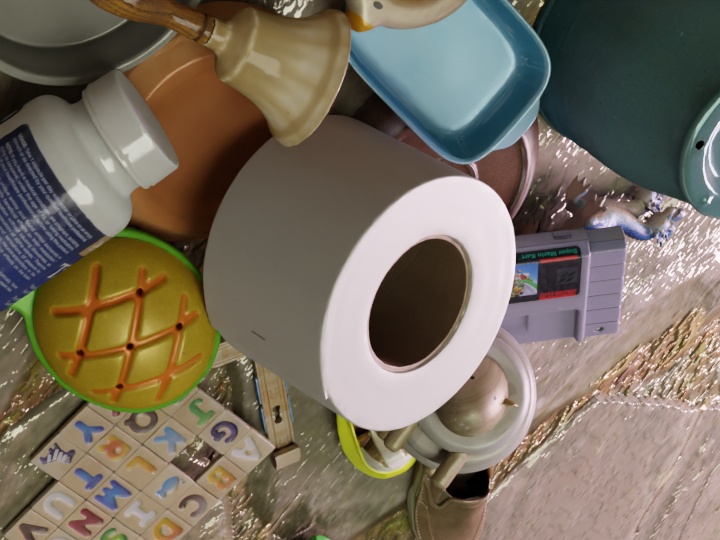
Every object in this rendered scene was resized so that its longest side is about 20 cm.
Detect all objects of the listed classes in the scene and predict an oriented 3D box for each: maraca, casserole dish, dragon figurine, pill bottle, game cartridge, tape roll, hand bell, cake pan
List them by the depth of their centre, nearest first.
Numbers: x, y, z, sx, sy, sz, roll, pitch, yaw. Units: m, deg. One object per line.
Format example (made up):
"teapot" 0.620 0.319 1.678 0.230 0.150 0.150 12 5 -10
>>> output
"cake pan" -0.194 -0.223 1.486 0.199 0.037 0.202 -16 129 -20
"hand bell" -0.116 -0.170 1.505 0.199 0.104 0.105 21 111 -27
"pill bottle" -0.231 -0.052 1.523 0.199 0.111 0.111 -33 133 5
"tape roll" 0.000 0.000 1.619 0.202 0.139 0.204 -24 128 -35
"maraca" -0.193 0.025 1.625 0.137 0.107 0.200 -46 113 4
"casserole dish" 0.060 -0.171 1.652 0.121 0.039 0.200 -48 121 0
"game cartridge" 0.118 0.020 1.789 0.198 0.039 0.130 -7 149 -2
"dragon figurine" 0.188 -0.013 1.850 0.200 0.059 0.099 -45 132 4

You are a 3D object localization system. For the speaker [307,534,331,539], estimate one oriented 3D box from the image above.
"speaker" -0.079 0.331 1.924 0.200 0.089 0.088 -48 132 8

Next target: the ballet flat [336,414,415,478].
"ballet flat" 0.013 0.127 1.838 0.066 0.067 0.201 -28 134 -8

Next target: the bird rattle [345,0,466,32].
"bird rattle" 0.038 -0.258 1.558 0.199 0.112 0.165 -22 121 -29

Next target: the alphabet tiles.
"alphabet tiles" -0.192 0.172 1.783 0.200 0.008 0.167 -44 128 8

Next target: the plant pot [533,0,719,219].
"plant pot" 0.263 -0.143 1.713 0.198 0.188 0.202 -16 129 -21

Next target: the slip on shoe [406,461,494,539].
"slip on shoe" 0.089 0.193 1.939 0.075 0.061 0.202 -13 128 -22

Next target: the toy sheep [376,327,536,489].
"toy sheep" 0.078 0.102 1.747 0.136 0.200 0.139 0 93 -7

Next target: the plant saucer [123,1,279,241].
"plant saucer" -0.112 -0.104 1.623 0.198 0.038 0.202 -15 128 -20

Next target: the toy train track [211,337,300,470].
"toy train track" -0.071 0.093 1.791 0.114 0.033 0.201 -21 132 -16

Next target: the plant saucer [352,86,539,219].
"plant saucer" 0.064 -0.074 1.753 0.198 0.032 0.202 -15 128 -20
